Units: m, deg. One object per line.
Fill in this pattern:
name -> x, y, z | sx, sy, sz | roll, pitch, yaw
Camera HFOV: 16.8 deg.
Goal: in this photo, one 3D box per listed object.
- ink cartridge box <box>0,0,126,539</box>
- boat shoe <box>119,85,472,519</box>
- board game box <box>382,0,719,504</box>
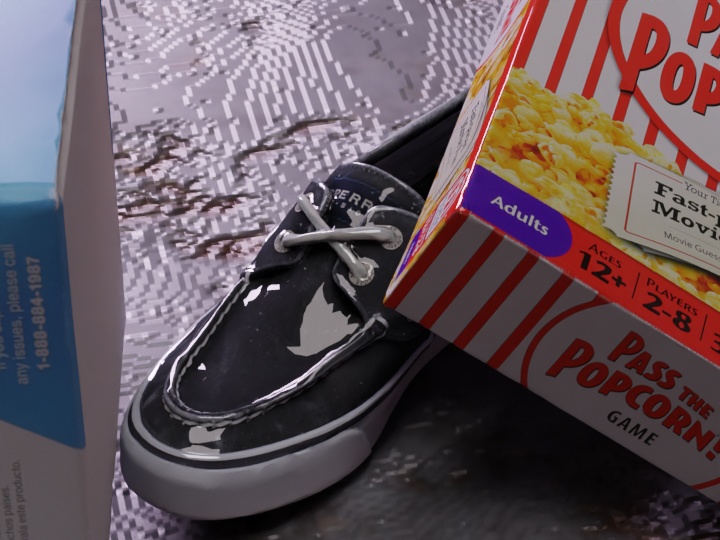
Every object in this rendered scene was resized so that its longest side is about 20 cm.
ink cartridge box -> -0.169, 0.002, 0.645 | 0.200, 0.147, 0.146 | -1, 36, -2
boat shoe -> 0.000, 0.000, 0.746 | 0.072, 0.068, 0.200 | 28, 45, 31
board game box -> 0.103, -0.024, 0.745 | 0.151, 0.046, 0.200 | 31, 39, -8
